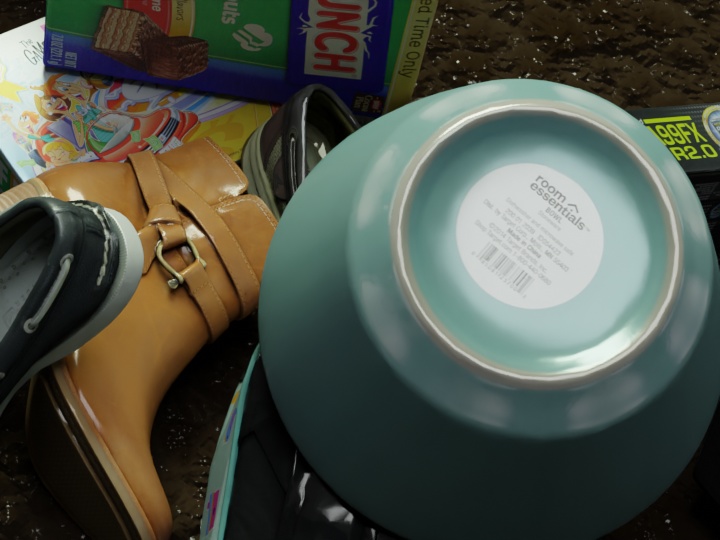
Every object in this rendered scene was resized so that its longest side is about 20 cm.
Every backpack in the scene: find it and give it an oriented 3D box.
[{"bbox_3d":[0.012,0.135,1.031,0.174,0.153,0.202,12,72,-4],"label":"backpack"}]

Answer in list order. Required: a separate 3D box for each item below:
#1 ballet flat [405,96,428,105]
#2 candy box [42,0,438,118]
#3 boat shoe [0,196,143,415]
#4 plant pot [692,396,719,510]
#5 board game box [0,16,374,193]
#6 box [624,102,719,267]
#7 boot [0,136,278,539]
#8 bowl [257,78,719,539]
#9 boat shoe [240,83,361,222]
[{"bbox_3d":[0.111,-0.046,1.267,0.199,0.068,0.075,23,30,0],"label":"ballet flat"},{"bbox_3d":[-0.056,-0.165,1.205,0.198,0.170,0.078,8,54,-5],"label":"candy box"},{"bbox_3d":[-0.185,0.039,1.063,0.076,0.200,0.060,49,14,29],"label":"boat shoe"},{"bbox_3d":[0.273,0.059,1.126,0.176,0.201,0.200,28,53,14],"label":"plant pot"},{"bbox_3d":[-0.108,-0.091,1.267,0.199,0.034,0.135,-26,61,-27],"label":"board game box"},{"bbox_3d":[0.117,-0.007,1.133,0.199,0.161,0.044,-8,53,-40],"label":"box"},{"bbox_3d":[-0.096,0.033,1.145,0.154,0.077,0.201,-20,66,-29],"label":"boot"},{"bbox_3d":[0.061,0.006,0.943,0.199,0.105,0.203,2,73,-6],"label":"bowl"},{"bbox_3d":[0.001,-0.001,1.183,0.071,0.066,0.202,-15,68,-27],"label":"boat shoe"}]
